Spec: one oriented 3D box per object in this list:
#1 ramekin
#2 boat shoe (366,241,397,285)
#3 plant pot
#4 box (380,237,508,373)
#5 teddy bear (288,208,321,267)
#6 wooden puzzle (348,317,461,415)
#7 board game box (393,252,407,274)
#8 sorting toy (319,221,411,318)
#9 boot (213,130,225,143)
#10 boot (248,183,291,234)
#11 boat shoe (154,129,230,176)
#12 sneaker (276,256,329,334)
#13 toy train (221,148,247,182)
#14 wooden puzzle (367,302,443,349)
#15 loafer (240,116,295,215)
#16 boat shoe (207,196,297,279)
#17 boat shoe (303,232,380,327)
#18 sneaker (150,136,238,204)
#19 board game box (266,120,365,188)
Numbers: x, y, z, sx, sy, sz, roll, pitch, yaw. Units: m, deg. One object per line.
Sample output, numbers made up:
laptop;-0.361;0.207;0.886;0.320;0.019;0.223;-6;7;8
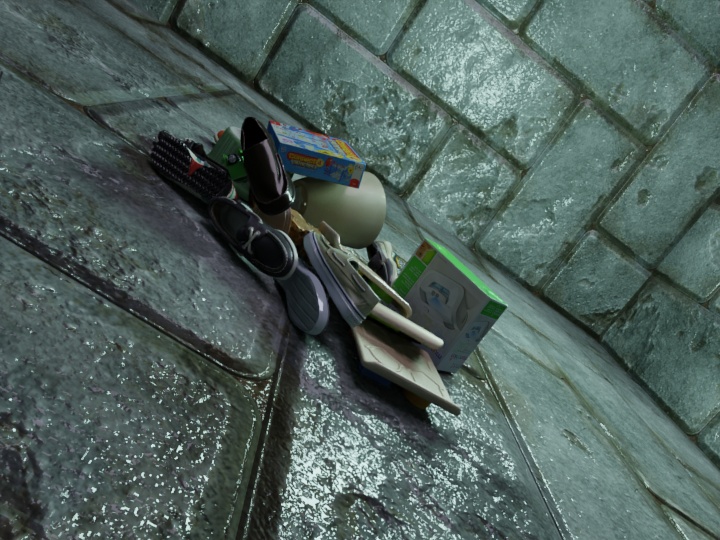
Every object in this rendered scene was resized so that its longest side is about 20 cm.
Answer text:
ramekin;-0.244;-0.234;1.266;0.198;0.098;0.200;34;14;-10
boat shoe;0.047;-0.007;1.333;0.063;0.073;0.202;8;34;-10
plant pot;-0.073;-0.151;1.316;0.197;0.190;0.188;3;34;-42
box;0.161;0.071;1.132;0.096;0.178;0.200;20;22;-50
teddy bear;-0.095;-0.043;1.133;0.199;0.067;0.146;28;25;-54
wooden puzzle;0.055;0.152;0.909;0.183;0.047;0.200;32;11;-22
board game box;0.113;0.007;1.509;0.134;0.028;0.200;36;15;-3
sorting toy;0.000;0.000;1.038;0.200;0.037;0.185;45;1;-18
boot;-0.275;-0.310;1.420;0.198;0.108;0.075;36;16;1
boot;-0.178;-0.106;1.057;0.072;0.205;0.155;7;-15;-17
boat shoe;-0.330;-0.225;1.113;0.200;0.061;0.074;43;16;21
sneaker;-0.077;0.035;0.888;0.070;0.074;0.201;24;19;-32
toy train;-0.230;-0.195;1.064;0.200;0.041;0.058;-132;-157;-78
wooden puzzle;0.040;0.084;0.995;0.183;0.038;0.200;30;-3;-9
loafer;-0.167;-0.178;0.938;0.202;0.072;0.072;64;0;31
boat shoe;-0.177;-0.057;0.903;0.200;0.074;0.060;44;13;32
boat shoe;-0.030;0.004;0.881;0.201;0.061;0.072;57;2;39
sneaker;-0.300;-0.166;1.030;0.198;0.071;0.094;33;-14;19
board game box;-0.106;-0.260;1.248;0.192;0.057;0.201;10;24;-21
